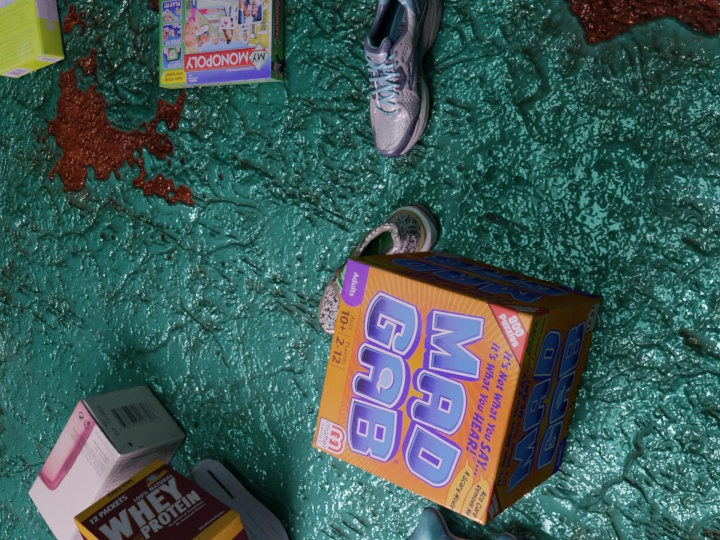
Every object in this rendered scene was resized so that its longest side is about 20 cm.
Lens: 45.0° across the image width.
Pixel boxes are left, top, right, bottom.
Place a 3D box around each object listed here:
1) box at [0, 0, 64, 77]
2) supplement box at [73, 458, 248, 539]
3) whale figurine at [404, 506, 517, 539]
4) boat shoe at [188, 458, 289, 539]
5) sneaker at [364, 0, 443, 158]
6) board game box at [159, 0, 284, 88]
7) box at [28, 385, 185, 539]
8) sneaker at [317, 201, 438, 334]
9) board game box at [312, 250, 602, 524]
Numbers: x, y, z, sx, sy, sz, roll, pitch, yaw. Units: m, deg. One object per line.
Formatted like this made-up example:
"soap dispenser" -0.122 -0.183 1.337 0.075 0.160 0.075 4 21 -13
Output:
"box" -0.531 -0.416 1.356 0.121 0.048 0.201 -9 89 32
"supplement box" -0.232 0.385 1.105 0.197 0.133 0.201 16 129 45
"whale figurine" 0.121 0.355 0.956 0.200 0.104 0.160 39 114 25
"boat shoe" -0.162 0.344 1.170 0.200 0.072 0.071 49 138 21
"sneaker" 0.031 -0.229 0.981 0.077 0.086 0.201 11 100 33
"board game box" -0.187 -0.315 1.151 0.199 0.029 0.135 4 95 33
"box" -0.367 0.279 1.254 0.109 0.128 0.200 45 115 23
"sneaker" 0.000 0.000 1.017 0.077 0.088 0.200 49 117 20
"board game box" 0.102 0.102 0.893 0.199 0.200 0.201 18 102 31
